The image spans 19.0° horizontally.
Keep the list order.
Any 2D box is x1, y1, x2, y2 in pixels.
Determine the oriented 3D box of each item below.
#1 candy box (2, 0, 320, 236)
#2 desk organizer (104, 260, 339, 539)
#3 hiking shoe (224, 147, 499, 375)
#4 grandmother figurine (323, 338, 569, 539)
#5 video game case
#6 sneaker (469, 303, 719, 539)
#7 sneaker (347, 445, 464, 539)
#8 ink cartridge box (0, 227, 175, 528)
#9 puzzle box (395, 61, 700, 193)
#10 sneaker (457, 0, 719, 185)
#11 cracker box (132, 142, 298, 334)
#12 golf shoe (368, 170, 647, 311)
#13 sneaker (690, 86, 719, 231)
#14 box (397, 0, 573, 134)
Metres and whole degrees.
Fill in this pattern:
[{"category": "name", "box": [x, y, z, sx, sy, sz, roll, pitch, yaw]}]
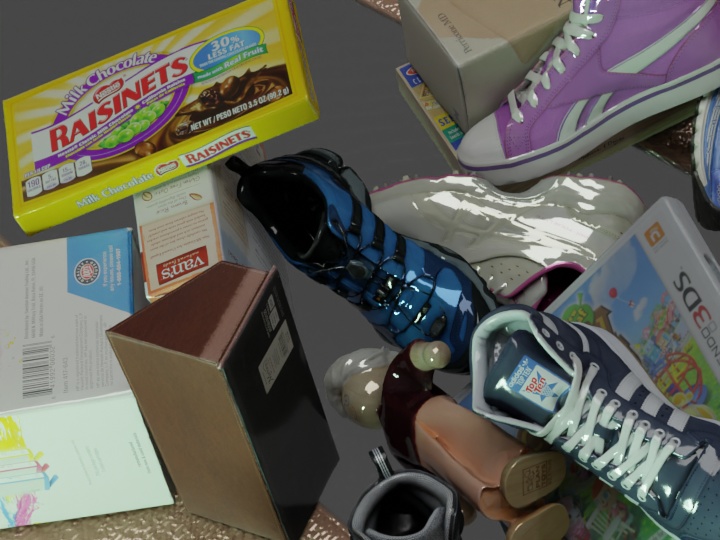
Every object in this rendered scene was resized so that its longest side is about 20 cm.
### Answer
[{"category": "candy box", "box": [-0.126, -0.100, 1.330, 0.199, 0.026, 0.103, -21, 49, 10]}, {"category": "desk organizer", "box": [-0.077, 0.076, 1.254, 0.076, 0.201, 0.072, 15, 58, 22]}, {"category": "hiking shoe", "box": [0.000, 0.000, 1.331, 0.200, 0.075, 0.086, 40, 23, 26]}, {"category": "grandmother figurine", "box": [0.044, 0.095, 1.275, 0.060, 0.122, 0.200, -11, 24, -31]}, {"category": "video game case", "box": [0.150, 0.087, 1.243, 0.200, 0.022, 0.183, -46, 48, 26]}, {"category": "sneaker", "box": [0.136, 0.085, 1.163, 0.200, 0.108, 0.070, 43, 108, 44]}, {"category": "sneaker", "box": [0.040, 0.193, 1.199, 0.075, 0.114, 0.201, -20, 53, -5]}, {"category": "ink cartridge box", "box": [-0.224, 0.074, 1.325, 0.198, 0.126, 0.129, -8, 52, 3]}, {"category": "puzzle box", "box": [0.140, -0.130, 1.478, 0.199, 0.026, 0.133, -26, 53, -9]}, {"category": "sneaker", "box": [0.135, -0.140, 1.378, 0.200, 0.115, 0.073, -28, 29, 10]}, {"category": "cracker box", "box": [-0.097, -0.034, 1.375, 0.057, 0.134, 0.201, -20, 51, 10]}, {"category": "golf shoe", "box": [0.082, -0.012, 1.373, 0.198, 0.075, 0.092, -1, 64, 15]}, {"category": "sneaker", "box": [0.275, -0.105, 1.403, 0.089, 0.079, 0.201, 17, 58, 24]}, {"category": "box", "box": [0.133, -0.181, 1.451, 0.199, 0.078, 0.095, -28, 54, -11]}]
